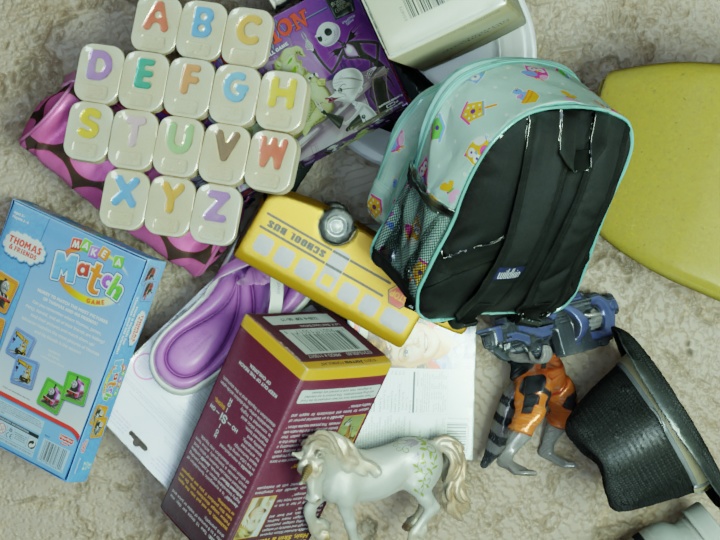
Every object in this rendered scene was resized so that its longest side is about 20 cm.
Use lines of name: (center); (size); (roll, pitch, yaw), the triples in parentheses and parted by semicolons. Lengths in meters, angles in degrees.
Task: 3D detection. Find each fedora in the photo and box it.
fedora: (0.229, 0.143, 1.631); (0.091, 0.201, 0.201); (-31, 96, 2)

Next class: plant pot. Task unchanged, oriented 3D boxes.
plant pot: (0.282, -0.080, 1.625); (0.199, 0.194, 0.196); (17, 95, 8)

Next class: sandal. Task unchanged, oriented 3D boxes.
sandal: (-0.097, 0.025, 1.642); (0.082, 0.050, 0.203); (38, 81, 2)

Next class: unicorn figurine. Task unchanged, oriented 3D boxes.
unicorn figurine: (0.004, 0.180, 1.615); (0.200, 0.074, 0.138); (-20, 128, -34)

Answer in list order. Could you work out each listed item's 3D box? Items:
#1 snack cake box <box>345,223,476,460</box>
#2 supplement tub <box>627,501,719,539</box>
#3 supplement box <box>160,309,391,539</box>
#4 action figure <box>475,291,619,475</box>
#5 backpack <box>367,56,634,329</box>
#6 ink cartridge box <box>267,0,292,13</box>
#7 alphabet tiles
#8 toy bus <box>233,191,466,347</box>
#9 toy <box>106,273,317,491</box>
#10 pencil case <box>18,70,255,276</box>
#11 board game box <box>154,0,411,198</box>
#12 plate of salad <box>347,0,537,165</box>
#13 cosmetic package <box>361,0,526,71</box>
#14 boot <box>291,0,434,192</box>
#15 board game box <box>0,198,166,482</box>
snack cake box: (0.042, 0.061, 1.682); (0.115, 0.067, 0.201); (2, 95, -2)
supplement tub: (0.247, 0.307, 1.677); (0.200, 0.140, 0.141); (-35, 96, 2)
supplement box: (-0.072, 0.139, 1.627); (0.086, 0.110, 0.200); (40, 115, 34)
action figure: (0.134, 0.076, 1.659); (0.104, 0.200, 0.194); (-1, 88, 39)
backpack: (0.110, -0.072, 1.518); (0.175, 0.153, 0.200); (1, 131, -34)
ink cartridge box: (-0.013, -0.306, 1.605); (0.200, 0.147, 0.083); (-35, 95, 1)
alphabet tiles: (-0.143, -0.124, 1.578); (0.199, 0.015, 0.196); (10, 86, 14)
toy bus: (0.000, 0.000, 1.606); (0.200, 0.065, 0.078); (29, 95, -7)
toy: (-0.128, 0.084, 1.687); (0.200, 0.047, 0.115); (-43, 95, -4)
pencil case: (-0.189, -0.088, 1.650); (0.200, 0.091, 0.094); (35, 124, -6)
board game box: (-0.069, -0.141, 1.587); (0.200, 0.032, 0.120); (-27, 76, 13)
plate of salad: (0.053, -0.185, 1.669); (0.199, 0.048, 0.201); (0, 93, 10)
cosmetic package: (0.067, -0.214, 1.540); (0.103, 0.200, 0.073); (-24, 88, 11)
boot: (-0.026, -0.124, 1.627); (0.198, 0.073, 0.163); (43, 102, 7)
board game box: (-0.265, 0.058, 1.652); (0.151, 0.037, 0.201); (23, 96, 26)
